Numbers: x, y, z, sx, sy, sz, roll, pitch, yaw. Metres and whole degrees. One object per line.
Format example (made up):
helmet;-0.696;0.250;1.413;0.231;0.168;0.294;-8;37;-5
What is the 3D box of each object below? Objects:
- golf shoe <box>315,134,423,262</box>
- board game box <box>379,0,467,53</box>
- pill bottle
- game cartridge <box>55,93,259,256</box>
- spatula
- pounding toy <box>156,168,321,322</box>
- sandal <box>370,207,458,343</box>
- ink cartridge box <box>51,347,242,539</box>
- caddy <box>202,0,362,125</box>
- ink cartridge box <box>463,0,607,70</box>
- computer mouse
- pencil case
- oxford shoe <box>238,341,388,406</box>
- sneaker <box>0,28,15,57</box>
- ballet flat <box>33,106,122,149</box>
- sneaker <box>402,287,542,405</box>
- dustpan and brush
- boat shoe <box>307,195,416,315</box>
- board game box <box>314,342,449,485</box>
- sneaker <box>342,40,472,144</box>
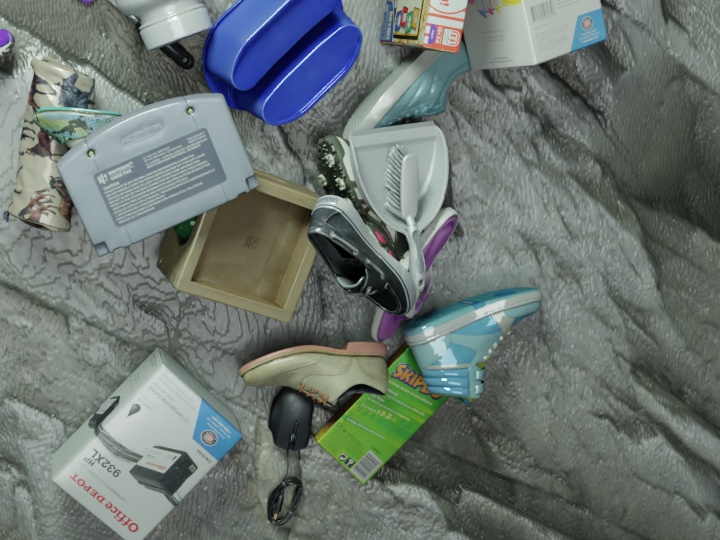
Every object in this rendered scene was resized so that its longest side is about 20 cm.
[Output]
golf shoe;0.011;-0.095;1.475;0.088;0.077;0.201;-36;115;-17
board game box;0.078;-0.338;1.363;0.046;0.200;0.153;7;101;-15
pill bottle;-0.243;-0.361;1.321;0.110;0.111;0.201;-22;102;-8
game cartridge;-0.226;-0.114;1.280;0.199;0.042;0.134;-24;108;-8
spatula;-0.277;-0.309;1.377;0.200;0.021;0.057;41;86;-19
pounding toy;-0.163;-0.066;1.414;0.199;0.142;0.185;18;98;-27
sandal;0.075;0.014;1.488;0.050;0.082;0.204;34;107;23
ink cartridge box;-0.271;0.224;1.462;0.200;0.084;0.145;-46;108;-1
caddy;-0.096;-0.272;1.389;0.200;0.105;0.141;-44;132;-1
ink cartridge box;0.199;-0.361;1.410;0.128;0.125;0.201;-22;106;-30
computer mouse;-0.096;0.248;1.536;0.058;0.034;0.202;3;102;-15
pencil case;-0.365;-0.149;1.358;0.078;0.089;0.202;4;100;-51
oxford shoe;-0.057;0.138;1.490;0.198;0.071;0.074;-5;72;-12
sneaker;-0.499;-0.261;1.309;0.199;0.070;0.100;-18;103;-10
ballet flat;-0.267;-0.145;1.303;0.198;0.074;0.075;0;102;-15
sneaker;0.161;0.103;1.532;0.199;0.080;0.131;-18;97;-12
dustpan and brush;0.058;-0.075;1.428;0.139;0.057;0.202;-12;108;-31
boat shoe;0.000;0.000;1.387;0.200;0.071;0.068;54;43;-37
board game box;0.040;0.187;1.559;0.200;0.030;0.096;-45;108;1
sneaker;0.068;-0.215;1.448;0.200;0.074;0.082;-45;105;-5
